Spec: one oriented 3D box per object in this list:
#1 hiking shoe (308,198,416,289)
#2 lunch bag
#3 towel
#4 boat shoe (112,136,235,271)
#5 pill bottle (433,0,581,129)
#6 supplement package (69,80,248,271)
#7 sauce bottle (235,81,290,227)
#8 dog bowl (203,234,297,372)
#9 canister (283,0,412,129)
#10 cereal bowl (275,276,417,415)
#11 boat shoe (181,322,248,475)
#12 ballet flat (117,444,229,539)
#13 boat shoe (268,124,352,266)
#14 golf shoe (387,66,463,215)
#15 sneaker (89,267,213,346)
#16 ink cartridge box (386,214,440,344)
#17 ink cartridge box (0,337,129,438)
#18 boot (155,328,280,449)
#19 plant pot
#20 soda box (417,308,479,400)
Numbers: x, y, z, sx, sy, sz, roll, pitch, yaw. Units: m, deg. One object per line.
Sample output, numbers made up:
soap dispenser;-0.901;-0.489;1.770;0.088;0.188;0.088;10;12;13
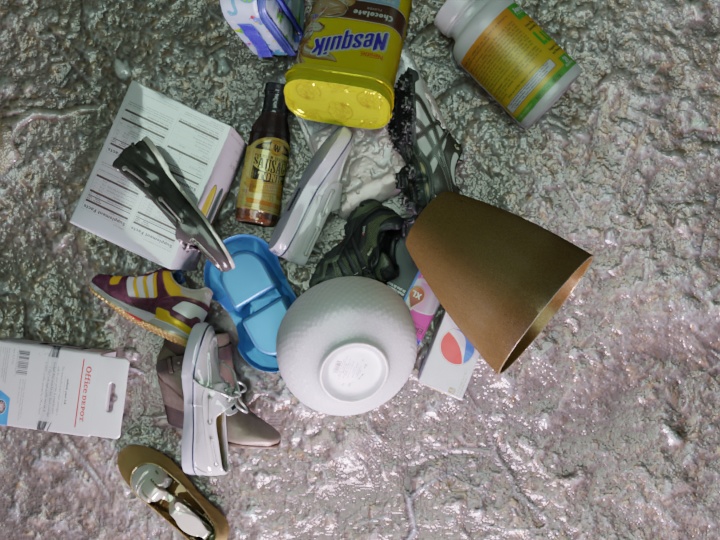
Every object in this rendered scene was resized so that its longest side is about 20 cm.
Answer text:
hiking shoe;0.000;0.000;1.093;0.100;0.075;0.202;23;86;44
lunch bag;-0.129;-0.385;1.073;0.081;0.200;0.164;5;86;9
towel;0.022;-0.201;1.144;0.198;0.032;0.193;-26;87;2
boat shoe;-0.231;-0.071;0.979;0.057;0.067;0.201;-35;85;-12
pill bottle;0.199;-0.305;1.101;0.111;0.111;0.200;-45;87;0
supplement package;-0.268;-0.122;1.089;0.149;0.152;0.203;24;89;1
sauce bottle;-0.134;-0.165;1.130;0.065;0.066;0.204;8;89;2
dog bowl;-0.142;0.047;1.130;0.110;0.050;0.202;-29;86;0
canister;-0.012;-0.307;1.088;0.146;0.087;0.203;9;64;7
cereal bowl;-0.014;0.115;1.061;0.196;0.084;0.203;-5;119;-9
boat shoe;-0.186;0.172;1.041;0.085;0.075;0.206;4;93;9
ballet flat;-0.266;0.318;1.115;0.199;0.063;0.069;37;89;3
boat shoe;-0.056;-0.103;1.105;0.065;0.074;0.202;29;94;-19
golf shoe;0.093;-0.179;1.098;0.093;0.078;0.204;-4;86;-23
sneaker;-0.291;0.032;1.111;0.198;0.075;0.091;23;73;27
ink cartridge box;0.070;0.030;1.131;0.094;0.037;0.202;27;91;3
ink cartridge box;-0.420;0.166;1.125;0.196;0.068;0.118;7;88;3
boot;-0.198;0.157;1.107;0.197;0.070;0.149;9;100;12
plant pot;0.160;-0.005;1.009;0.199;0.186;0.187;40;89;18
soda box;0.146;0.074;1.110;0.067;0.064;0.203;22;89;3
